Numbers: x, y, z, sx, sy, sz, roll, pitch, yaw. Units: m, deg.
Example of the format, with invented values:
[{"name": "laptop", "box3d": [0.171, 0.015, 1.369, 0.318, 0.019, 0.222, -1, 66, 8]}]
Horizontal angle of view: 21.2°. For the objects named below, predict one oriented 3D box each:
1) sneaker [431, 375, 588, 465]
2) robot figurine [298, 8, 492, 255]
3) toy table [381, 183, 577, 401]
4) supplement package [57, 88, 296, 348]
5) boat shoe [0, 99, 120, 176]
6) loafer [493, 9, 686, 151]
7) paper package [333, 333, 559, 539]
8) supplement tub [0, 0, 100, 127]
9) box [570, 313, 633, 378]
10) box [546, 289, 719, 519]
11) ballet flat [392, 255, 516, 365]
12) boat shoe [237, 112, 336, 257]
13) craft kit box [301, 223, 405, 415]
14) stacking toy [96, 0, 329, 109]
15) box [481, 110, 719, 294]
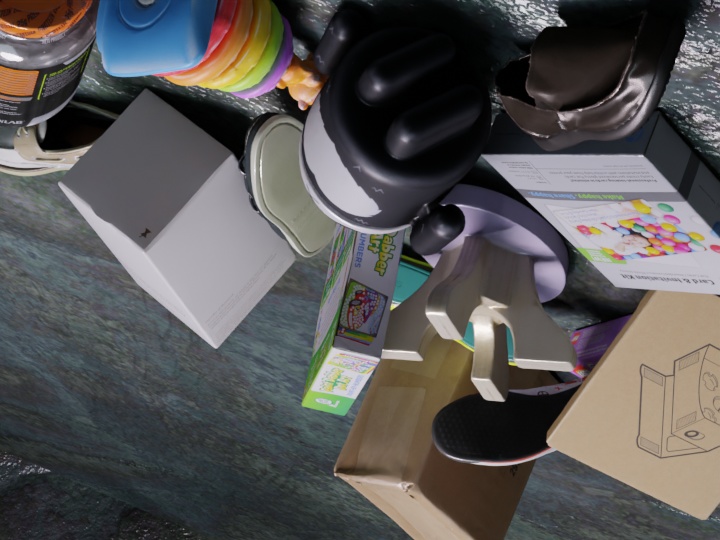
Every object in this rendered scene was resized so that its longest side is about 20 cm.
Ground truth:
[{"name": "sneaker", "box3d": [0.163, 0.139, 1.717, 0.199, 0.068, 0.108, -15, 163, -1]}, {"name": "robot figurine", "box3d": [0.022, -0.100, 1.399, 0.123, 0.152, 0.200, 14, 162, -10]}, {"name": "toy table", "box3d": [0.102, 0.023, 1.612, 0.182, 0.118, 0.200, -2, 154, 34]}, {"name": "supplement package", "box3d": [-0.160, -0.044, 1.731, 0.121, 0.120, 0.200, 37, 169, 28]}, {"name": "boat shoe", "box3d": [-0.283, -0.130, 1.780, 0.198, 0.075, 0.069, 6, 153, 20]}, {"name": "loafer", "box3d": [0.142, -0.126, 1.265, 0.071, 0.074, 0.200, 27, 161, -15]}, {"name": "paper package", "box3d": [0.089, 0.156, 1.878, 0.103, 0.202, 0.191, 8, 155, 38]}, {"name": "supplement tub", "box3d": [-0.263, -0.197, 1.492, 0.122, 0.123, 0.200, 27, 160, -8]}, {"name": "box", "box3d": [0.284, 0.088, 1.715, 0.136, 0.039, 0.200, 30, 160, -15]}, {"name": "box", "box3d": [0.275, 0.105, 1.611, 0.162, 0.021, 0.201, 27, 120, -10]}, {"name": "ballet flat", "box3d": [0.085, 0.029, 1.782, 0.198, 0.067, 0.067, 23, -178, 12]}, {"name": "boat shoe", "box3d": [-0.071, -0.084, 1.645, 0.066, 0.075, 0.200, 38, 172, 27]}, {"name": "craft kit box", "box3d": [0.000, 0.000, 1.577, 0.048, 0.200, 0.200, 15, 162, -4]}, {"name": "stacking toy", "box3d": [-0.089, -0.170, 1.422, 0.109, 0.117, 0.199, 0, 164, 40]}, {"name": "box", "box3d": [0.207, -0.049, 1.447, 0.155, 0.042, 0.200, 5, 154, 45]}]
